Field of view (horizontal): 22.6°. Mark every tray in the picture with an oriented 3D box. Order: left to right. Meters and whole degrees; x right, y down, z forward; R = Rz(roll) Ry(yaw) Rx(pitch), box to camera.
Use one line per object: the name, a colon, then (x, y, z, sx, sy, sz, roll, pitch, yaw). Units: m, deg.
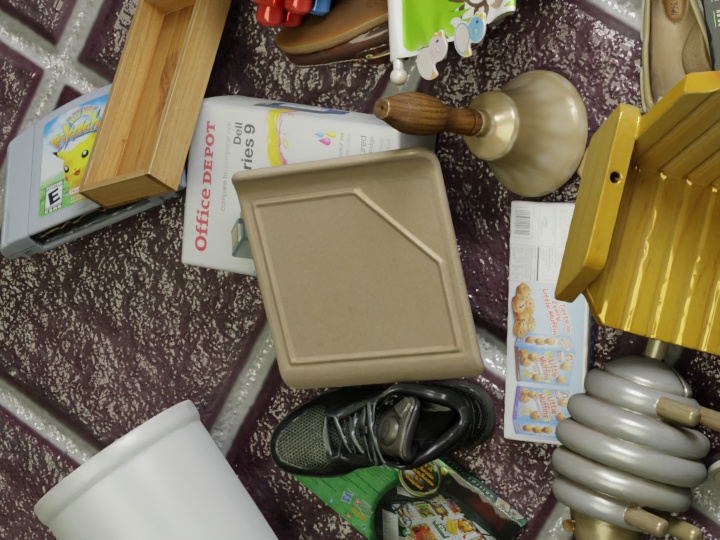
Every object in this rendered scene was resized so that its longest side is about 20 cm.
tray: (-0.173, -0.155, 1.543, 0.098, 0.037, 0.202, -11, 56, 45)

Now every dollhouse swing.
dollhouse swing: (0.275, -0.033, 1.310, 0.198, 0.176, 0.184, 14, 87, -10)

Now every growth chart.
growth chart: (0.081, -0.234, 1.352, 0.199, 0.018, 0.146, -32, 58, 43)

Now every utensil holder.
utensil holder: (-0.163, 0.244, 1.588, 0.170, 0.170, 0.201, -39, 83, 22)

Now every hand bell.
hand bell: (0.080, -0.118, 1.406, 0.103, 0.199, 0.105, -3, 85, 41)

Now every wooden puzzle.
wooden puzzle: (0.000, 0.000, 1.465, 0.183, 0.037, 0.202, -6, 110, 27)

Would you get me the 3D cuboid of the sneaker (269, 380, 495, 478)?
sneaker: (0.006, 0.132, 1.507, 0.198, 0.114, 0.077, -8, 83, 18)

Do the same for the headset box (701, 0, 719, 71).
headset box: (0.347, -0.220, 1.348, 0.173, 0.093, 0.202, -7, 93, 23)

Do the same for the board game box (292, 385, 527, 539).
board game box: (0.039, 0.197, 1.571, 0.200, 0.023, 0.105, 39, 111, 15)

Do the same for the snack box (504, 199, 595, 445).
snack box: (0.159, 0.044, 1.500, 0.071, 0.024, 0.202, 4, 98, 22)

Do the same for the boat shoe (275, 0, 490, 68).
boat shoe: (0.025, -0.203, 1.505, 0.199, 0.071, 0.070, -14, 131, 30)

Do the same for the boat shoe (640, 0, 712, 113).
boat shoe: (0.250, -0.154, 1.415, 0.073, 0.063, 0.202, -9, 93, 23)

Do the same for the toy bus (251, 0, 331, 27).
toy bus: (-0.058, -0.291, 1.452, 0.135, 0.199, 0.194, 23, 105, 32)

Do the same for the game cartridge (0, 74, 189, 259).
game cartridge: (-0.240, -0.098, 1.615, 0.199, 0.040, 0.134, -21, 50, 24)

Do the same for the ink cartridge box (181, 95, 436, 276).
ink cartridge box: (-0.046, -0.065, 1.542, 0.198, 0.087, 0.147, 11, 101, 23)

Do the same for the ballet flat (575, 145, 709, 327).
ballet flat: (0.237, -0.019, 1.446, 0.063, 0.068, 0.201, -35, 77, 45)

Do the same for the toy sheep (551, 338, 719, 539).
toy sheep: (0.219, 0.139, 1.431, 0.137, 0.138, 0.202, 19, 89, 20)

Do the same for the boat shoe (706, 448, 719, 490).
boat shoe: (0.365, 0.125, 1.414, 0.199, 0.073, 0.063, -23, 44, 29)

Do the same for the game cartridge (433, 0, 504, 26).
game cartridge: (0.098, -0.301, 1.389, 0.133, 0.041, 0.202, 37, 110, 53)
